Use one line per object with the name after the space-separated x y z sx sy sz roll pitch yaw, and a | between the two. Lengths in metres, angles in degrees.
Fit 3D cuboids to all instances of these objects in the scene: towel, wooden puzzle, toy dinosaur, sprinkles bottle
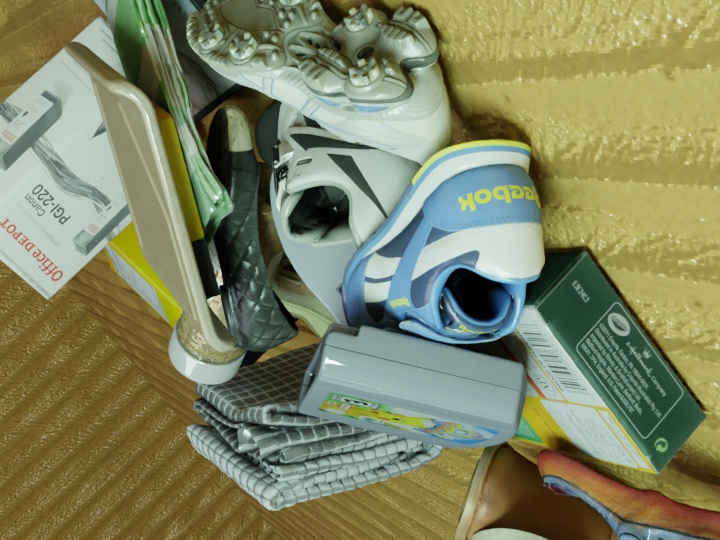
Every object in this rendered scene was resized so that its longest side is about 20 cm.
-0.140 -0.121 0.808 0.203 0.023 0.152 69 163 4 | towel
-0.041 0.126 1.019 0.165 0.197 0.087 22 116 55 | towel
-0.146 -0.059 0.806 0.185 0.037 0.203 39 149 60 | wooden puzzle
0.192 0.155 0.673 0.182 0.200 0.105 50 -159 17 | toy dinosaur
-0.107 0.005 0.953 0.068 0.068 0.202 40 129 20 | sprinkles bottle

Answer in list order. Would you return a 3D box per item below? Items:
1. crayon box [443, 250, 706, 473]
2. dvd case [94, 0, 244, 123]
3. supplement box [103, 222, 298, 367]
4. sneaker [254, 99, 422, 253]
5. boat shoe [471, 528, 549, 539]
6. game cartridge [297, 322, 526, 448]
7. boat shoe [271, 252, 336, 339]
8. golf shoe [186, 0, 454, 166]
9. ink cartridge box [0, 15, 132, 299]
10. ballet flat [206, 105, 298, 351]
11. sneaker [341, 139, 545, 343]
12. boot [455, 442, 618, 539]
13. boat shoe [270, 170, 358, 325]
0.110 0.054 0.719 0.126 0.052 0.199 51 162 -13 | crayon box
-0.146 -0.188 0.863 0.143 0.018 0.200 52 162 -11 | dvd case
-0.169 -0.001 1.177 0.200 0.109 0.109 41 162 16 | supplement box
-0.031 -0.062 0.735 0.199 0.088 0.075 23 145 53 | sneaker
0.156 0.230 0.747 0.199 0.064 0.074 22 145 -21 | boat shoe
0.031 0.078 0.710 0.131 0.041 0.200 10 166 -4 | game cartridge
-0.039 0.010 0.980 0.200 0.072 0.064 32 115 51 | boat shoe
-0.026 -0.110 0.654 0.199 0.078 0.098 33 164 42 | golf shoe
-0.249 -0.093 0.975 0.085 0.200 0.146 44 172 26 | ink cartridge box
-0.084 -0.031 0.855 0.067 0.056 0.203 -123 25 -56 | ballet flat
0.043 0.011 0.639 0.201 0.073 0.083 120 138 -56 | sneaker
0.156 0.182 0.789 0.153 0.075 0.200 21 178 25 | boot
0.000 0.000 0.844 0.068 0.056 0.202 -34 82 34 | boat shoe
